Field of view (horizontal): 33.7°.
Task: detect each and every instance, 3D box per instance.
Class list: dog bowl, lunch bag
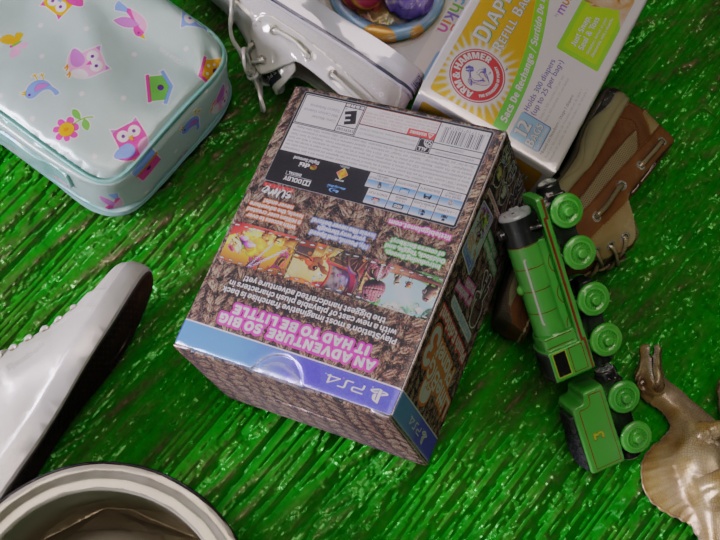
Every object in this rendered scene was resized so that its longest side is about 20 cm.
[{"bbox_3d":[-0.159,0.226,0.743,0.197,0.074,0.203,0,71,-1],"label":"dog bowl"},{"bbox_3d":[-0.207,-0.144,0.870,0.199,0.077,0.161,35,76,11],"label":"lunch bag"}]

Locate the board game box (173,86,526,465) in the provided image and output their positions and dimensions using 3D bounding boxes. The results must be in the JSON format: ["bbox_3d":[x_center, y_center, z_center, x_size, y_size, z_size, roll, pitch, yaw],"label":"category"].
[{"bbox_3d":[0.000,0.000,0.786,0.158,0.097,0.202,16,71,25],"label":"board game box"}]

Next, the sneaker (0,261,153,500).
[{"bbox_3d":[-0.221,0.064,0.798,0.084,0.073,0.201,33,75,8],"label":"sneaker"}]

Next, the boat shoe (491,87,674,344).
[{"bbox_3d":[0.160,-0.036,0.834,0.073,0.076,0.201,29,74,6],"label":"boat shoe"}]

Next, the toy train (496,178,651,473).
[{"bbox_3d":[0.139,0.039,0.782,0.056,0.042,0.202,-22,103,-6],"label":"toy train"}]

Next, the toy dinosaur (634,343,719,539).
[{"bbox_3d":[0.239,0.143,0.791,0.100,0.058,0.202,-15,63,11],"label":"toy dinosaur"}]

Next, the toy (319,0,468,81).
[{"bbox_3d":[0.006,-0.233,0.916,0.199,0.047,0.116,29,75,10],"label":"toy"}]

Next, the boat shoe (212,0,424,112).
[{"bbox_3d":[-0.058,-0.160,0.883,0.201,0.075,0.087,32,89,-1],"label":"boat shoe"}]

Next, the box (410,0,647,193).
[{"bbox_3d":[0.122,-0.157,0.854,0.112,0.101,0.201,29,73,1],"label":"box"}]
